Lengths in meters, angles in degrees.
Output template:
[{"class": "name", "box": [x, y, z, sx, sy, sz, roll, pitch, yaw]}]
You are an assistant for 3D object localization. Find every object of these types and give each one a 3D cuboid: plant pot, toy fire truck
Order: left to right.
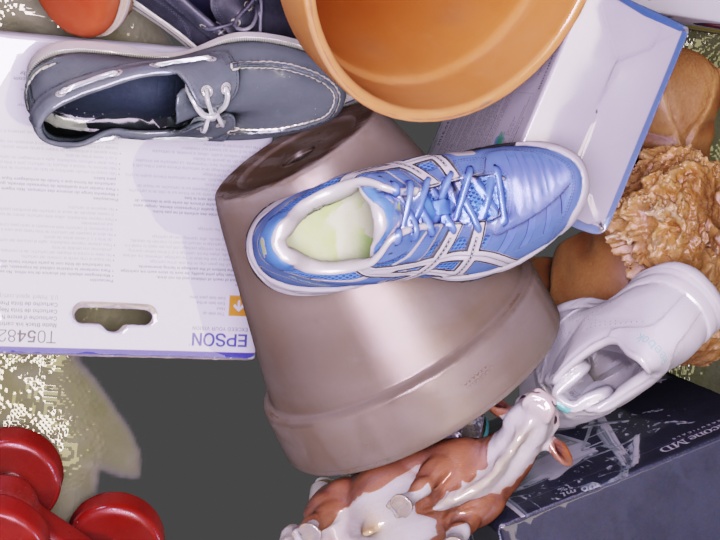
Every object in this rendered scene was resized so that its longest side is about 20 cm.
[{"class": "toy fire truck", "box": [-0.224, 0.209, 1.130, 0.199, 0.112, 0.168, 35, 106, -18]}, {"class": "plant pot", "box": [0.000, 0.000, 1.103, 0.199, 0.200, 0.175, -33, 108, -10]}, {"class": "plant pot", "box": [0.021, -0.202, 1.005, 0.198, 0.140, 0.202, -16, 122, -27]}]

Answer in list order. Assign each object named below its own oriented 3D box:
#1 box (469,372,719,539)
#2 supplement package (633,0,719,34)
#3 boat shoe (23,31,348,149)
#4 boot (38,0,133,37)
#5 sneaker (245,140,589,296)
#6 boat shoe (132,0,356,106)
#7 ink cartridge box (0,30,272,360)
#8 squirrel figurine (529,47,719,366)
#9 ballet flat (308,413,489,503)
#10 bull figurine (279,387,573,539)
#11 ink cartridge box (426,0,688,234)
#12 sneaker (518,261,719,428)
[{"class": "box", "box": [0.159, 0.164, 1.183, 0.198, 0.196, 0.125, -20, 104, -13]}, {"class": "supplement package", "box": [0.228, -0.219, 1.189, 0.198, 0.114, 0.111, 6, 95, -17]}, {"class": "boat shoe", "box": [-0.103, -0.099, 1.069, 0.198, 0.062, 0.073, 1, 127, -6]}, {"class": "boot", "box": [-0.193, -0.200, 1.023, 0.201, 0.074, 0.108, 74, 31, -43]}, {"class": "sneaker", "box": [0.034, -0.025, 0.986, 0.198, 0.077, 0.077, -16, 89, -2]}, {"class": "boat shoe", "box": [-0.077, -0.167, 1.107, 0.199, 0.062, 0.075, 31, 58, -6]}, {"class": "ink cartridge box", "box": [-0.156, -0.047, 1.136, 0.197, 0.041, 0.202, 3, 97, -19]}, {"class": "squirrel figurine", "box": [0.202, -0.046, 1.162, 0.140, 0.200, 0.189, 7, 109, -11]}, {"class": "ballet flat", "box": [0.006, 0.146, 1.173, 0.072, 0.072, 0.201, 26, 123, -18]}, {"class": "bull figurine", "box": [0.035, 0.138, 1.060, 0.199, 0.121, 0.066, -30, 91, 30]}, {"class": "ink cartridge box", "box": [0.112, -0.106, 1.126, 0.076, 0.200, 0.138, 23, 91, -18]}, {"class": "sneaker", "box": [0.139, 0.063, 1.098, 0.075, 0.200, 0.089, 44, 58, 0]}]
